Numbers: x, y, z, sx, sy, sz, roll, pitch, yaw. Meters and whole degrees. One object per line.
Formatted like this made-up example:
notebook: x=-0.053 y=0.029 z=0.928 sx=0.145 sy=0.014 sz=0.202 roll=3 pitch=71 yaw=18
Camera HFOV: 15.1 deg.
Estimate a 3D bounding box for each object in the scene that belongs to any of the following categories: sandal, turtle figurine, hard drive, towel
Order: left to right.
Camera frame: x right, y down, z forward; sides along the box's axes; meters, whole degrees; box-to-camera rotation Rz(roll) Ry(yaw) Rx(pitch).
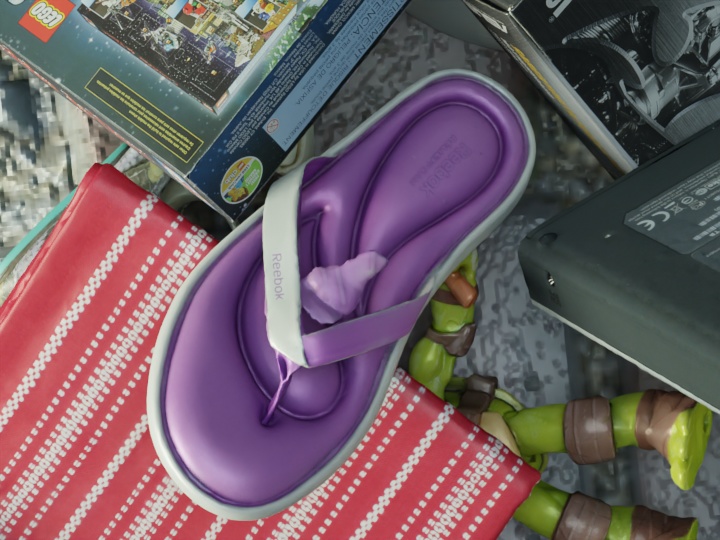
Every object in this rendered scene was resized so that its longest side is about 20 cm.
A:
towel: x=-0.054 y=0.070 z=0.989 sx=0.200 sy=0.022 sz=0.145 roll=35 pitch=106 yaw=0
sandal: x=-0.006 y=-0.004 z=0.946 sx=0.082 sy=0.050 sz=0.203 roll=34 pitch=61 yaw=2
turtle figurine: x=0.046 y=0.081 z=1.018 sx=0.160 sy=0.064 sz=0.201 roll=10 pitch=97 yaw=15
hard drive: x=0.163 y=0.000 z=0.914 sx=0.139 sy=0.200 sz=0.033 roll=-29 pitch=120 yaw=-18

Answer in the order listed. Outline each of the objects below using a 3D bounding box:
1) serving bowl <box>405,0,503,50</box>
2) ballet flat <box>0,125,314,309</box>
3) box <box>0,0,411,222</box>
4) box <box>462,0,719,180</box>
serving bowl: x=0.072 y=-0.188 z=1.040 sx=0.199 sy=0.066 sz=0.201 roll=0 pitch=85 yaw=-1
ballet flat: x=-0.058 y=-0.043 z=1.024 sx=0.072 sy=0.072 sz=0.201 roll=38 pitch=92 yaw=2
box: x=-0.074 y=-0.123 z=0.994 sx=0.200 sy=0.038 sz=0.137 roll=36 pitch=86 yaw=37
box: x=0.142 y=-0.130 z=0.998 sx=0.200 sy=0.048 sz=0.158 roll=-49 pitch=131 yaw=-5
